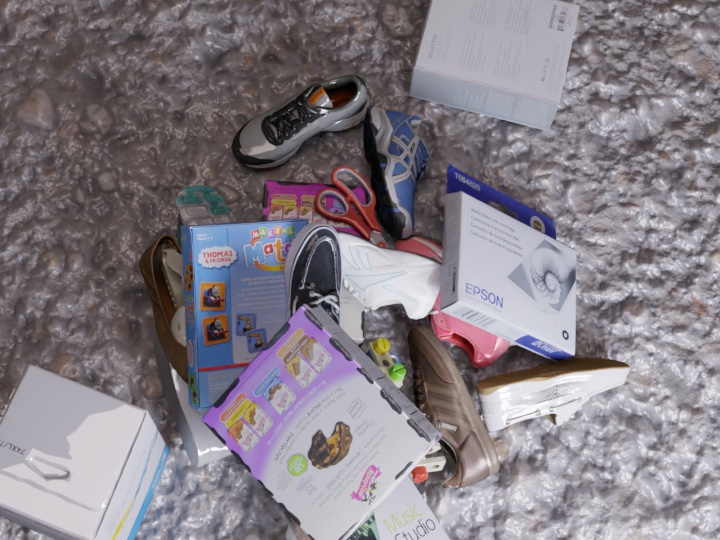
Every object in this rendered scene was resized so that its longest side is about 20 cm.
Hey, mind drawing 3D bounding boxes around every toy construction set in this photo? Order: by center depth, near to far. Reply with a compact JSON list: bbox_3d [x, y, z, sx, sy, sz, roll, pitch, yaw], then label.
[{"bbox_3d":[0.015,0.169,1.335,0.129,0.093,0.201,7,37,-29],"label":"toy construction set"}]

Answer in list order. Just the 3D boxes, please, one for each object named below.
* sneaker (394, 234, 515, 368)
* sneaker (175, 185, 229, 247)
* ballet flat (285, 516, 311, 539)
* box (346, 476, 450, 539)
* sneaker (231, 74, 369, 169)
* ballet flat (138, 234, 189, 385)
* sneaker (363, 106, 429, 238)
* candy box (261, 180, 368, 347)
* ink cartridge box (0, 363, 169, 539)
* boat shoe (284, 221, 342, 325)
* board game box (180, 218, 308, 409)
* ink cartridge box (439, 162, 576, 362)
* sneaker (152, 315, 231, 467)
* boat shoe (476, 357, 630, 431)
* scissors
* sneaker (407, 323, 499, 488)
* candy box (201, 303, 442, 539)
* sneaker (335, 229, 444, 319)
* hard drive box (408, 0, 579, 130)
[{"bbox_3d":[0.105,0.037,1.431,0.200,0.074,0.087,42,75,12],"label":"sneaker"},{"bbox_3d":[-0.179,-0.001,1.423,0.076,0.092,0.203,-6,61,-26],"label":"sneaker"},{"bbox_3d":[-0.049,0.338,1.321,0.066,0.068,0.202,-27,72,-1],"label":"ballet flat"},{"bbox_3d":[0.017,0.288,1.321,0.143,0.036,0.201,-20,68,-44],"label":"box"},{"bbox_3d":[-0.079,-0.200,1.506,0.198,0.079,0.075,-28,75,-11],"label":"sneaker"},{"bbox_3d":[-0.207,0.040,1.356,0.067,0.073,0.202,-5,55,-29],"label":"ballet flat"},{"bbox_3d":[0.052,-0.130,1.474,0.076,0.076,0.203,0,56,-10],"label":"sneaker"},{"bbox_3d":[-0.060,-0.004,1.444,0.134,0.061,0.204,4,69,-4],"label":"candy box"},{"bbox_3d":[-0.312,0.219,1.279,0.144,0.200,0.148,20,70,5],"label":"ink cartridge box"},{"bbox_3d":[-0.051,0.047,1.311,0.071,0.067,0.204,13,88,-28],"label":"boat shoe"},{"bbox_3d":[-0.127,0.046,1.327,0.149,0.036,0.204,-5,97,-31],"label":"board game box"},{"bbox_3d":[0.182,-0.015,1.403,0.197,0.040,0.203,23,57,-31],"label":"ink cartridge box"},{"bbox_3d":[-0.175,0.128,1.395,0.114,0.074,0.202,-13,66,-23],"label":"sneaker"},{"bbox_3d":[0.234,0.151,1.404,0.196,0.071,0.071,-9,97,-14],"label":"boat shoe"},{"bbox_3d":[0.024,-0.044,1.428,0.073,0.014,0.200,-41,80,-19],"label":"scissors"},{"bbox_3d":[0.092,0.161,1.387,0.075,0.071,0.202,-24,72,-10],"label":"sneaker"},{"bbox_3d":[-0.040,0.166,1.236,0.200,0.071,0.168,45,98,10],"label":"candy box"},{"bbox_3d":[0.000,0.000,1.380,0.197,0.070,0.082,18,95,9],"label":"sneaker"},{"bbox_3d":[0.177,-0.293,1.551,0.196,0.077,0.158,15,70,2],"label":"hard drive box"}]
